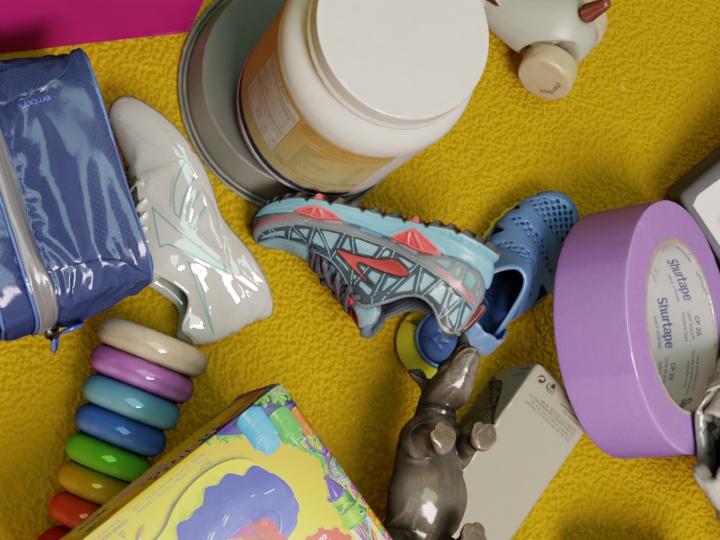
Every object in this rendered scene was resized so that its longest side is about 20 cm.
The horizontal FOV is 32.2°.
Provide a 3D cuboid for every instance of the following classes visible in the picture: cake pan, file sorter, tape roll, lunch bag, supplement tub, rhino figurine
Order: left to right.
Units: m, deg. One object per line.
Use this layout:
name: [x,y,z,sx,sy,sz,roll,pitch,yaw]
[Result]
lunch bag: [-0.235,-0.042,0.877,0.131,0.136,0.202,-17,87,-19]
file sorter: [-0.222,-0.247,0.915,0.198,0.139,0.127,-11,83,-20]
cake pan: [-0.047,-0.147,1.011,0.198,0.037,0.203,3,80,-18]
supplement tub: [-0.002,-0.141,0.897,0.143,0.200,0.146,3,80,-18]
rhino figurine: [0.056,0.133,0.906,0.059,0.087,0.202,20,61,-17]
tape roll: [0.231,0.048,1.004,0.199,0.065,0.203,17,68,-50]

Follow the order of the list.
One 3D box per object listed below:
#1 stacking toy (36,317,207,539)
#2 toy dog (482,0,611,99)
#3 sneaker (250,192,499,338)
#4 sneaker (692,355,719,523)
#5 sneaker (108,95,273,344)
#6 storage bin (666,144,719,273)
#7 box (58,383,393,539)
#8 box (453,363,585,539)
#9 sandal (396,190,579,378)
stacking toy: [-0.182,0.141,0.901,0.085,0.085,0.202,22,81,-14]
toy dog: [0.131,-0.233,1.047,0.198,0.096,0.133,16,61,-17]
sneaker: [0.000,0.000,0.948,0.198,0.079,0.097,12,81,19]
sneaker: [0.304,0.101,0.983,0.081,0.075,0.202,38,53,-31]
sneaker: [-0.144,-0.037,0.943,0.080,0.070,0.202,-30,92,-18]
storage bin: [0.365,-0.042,1.091,0.134,0.146,0.201,-34,93,7]
box: [-0.086,0.214,0.823,0.199,0.122,0.193,-38,94,-19]
box: [0.092,0.171,0.981,0.068,0.082,0.200,42,70,-8]
sandal: [0.117,0.011,1.014,0.079,0.087,0.200,43,69,-5]
